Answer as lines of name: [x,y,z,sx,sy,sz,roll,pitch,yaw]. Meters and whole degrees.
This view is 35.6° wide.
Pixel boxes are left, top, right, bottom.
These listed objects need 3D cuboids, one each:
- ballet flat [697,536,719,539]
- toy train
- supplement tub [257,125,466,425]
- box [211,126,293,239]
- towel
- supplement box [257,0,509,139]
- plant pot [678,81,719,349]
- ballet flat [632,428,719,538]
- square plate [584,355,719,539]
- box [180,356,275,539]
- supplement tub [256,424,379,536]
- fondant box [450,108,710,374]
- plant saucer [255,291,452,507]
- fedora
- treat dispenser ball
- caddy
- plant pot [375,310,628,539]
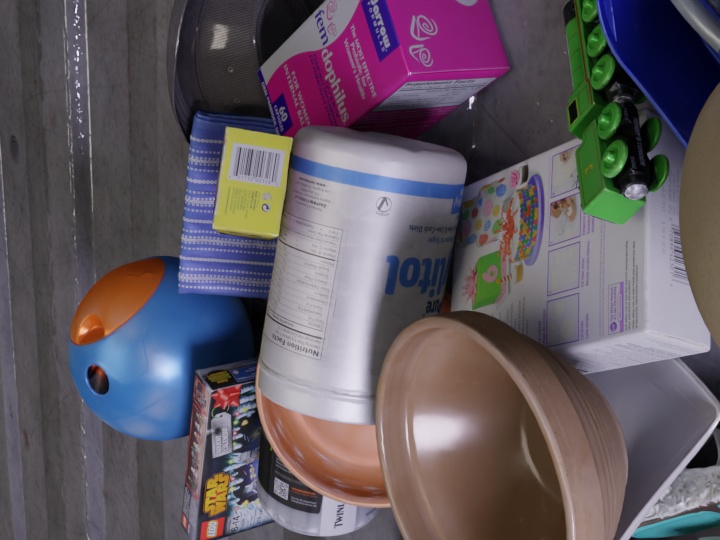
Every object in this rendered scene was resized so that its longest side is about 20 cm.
ballet flat: [0.221,0.210,0.727,0.063,0.069,0.200,43,137,10]
toy train: [0.152,-0.114,0.695,0.056,0.042,0.200,127,153,-47]
supplement tub: [0.000,0.000,0.835,0.132,0.132,0.201,22,107,51]
box: [-0.085,-0.063,0.863,0.200,0.050,0.076,179,99,-84]
towel: [-0.095,-0.055,1.063,0.024,0.144,0.200,-101,18,-57]
supplement box: [0.013,-0.162,0.903,0.200,0.103,0.102,-31,73,53]
plant pot: [0.234,0.000,0.510,0.200,0.135,0.201,18,135,19]
ballet flat: [0.232,0.128,0.699,0.200,0.072,0.072,-27,77,55]
square plate: [0.149,0.112,0.774,0.200,0.028,0.198,-61,31,22]
box: [-0.108,0.180,1.149,0.040,0.137,0.201,43,133,45]
supplement tub: [-0.030,0.132,1.033,0.122,0.122,0.201,35,128,46]
fondant box: [0.141,-0.006,0.757,0.200,0.058,0.145,-20,61,55]
plant saucer: [0.013,0.096,0.933,0.037,0.199,0.201,-68,-28,-81]
fedora: [-0.102,-0.202,1.043,0.090,0.177,0.200,18,137,17]
treat dispenser ball: [-0.216,0.084,1.224,0.201,0.200,0.202,22,117,51]
caddy: [0.211,-0.142,0.609,0.200,0.105,0.142,60,141,26]
plant pot: [0.099,0.119,0.700,0.201,0.092,0.202,27,122,53]
